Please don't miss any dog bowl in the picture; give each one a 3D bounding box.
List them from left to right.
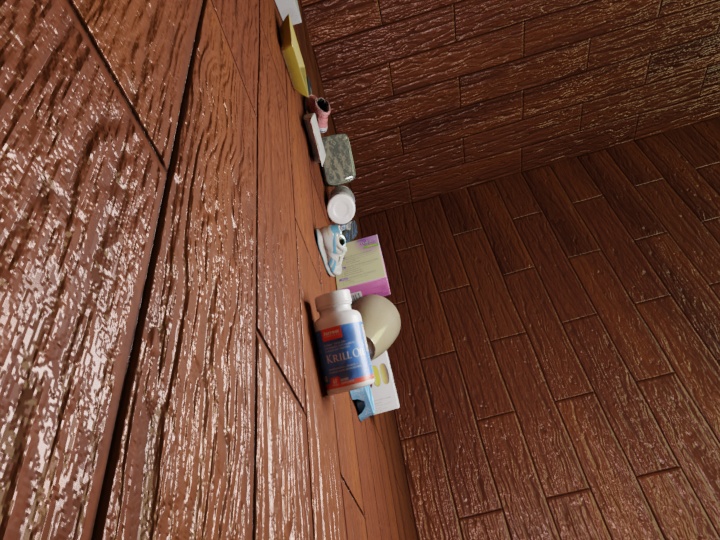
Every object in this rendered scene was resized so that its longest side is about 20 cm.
[{"bbox_3d":[0.002,0.355,1.553,0.113,0.048,0.205,-98,174,-52],"label":"dog bowl"}]

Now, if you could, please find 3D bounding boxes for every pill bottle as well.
[{"bbox_3d":[-0.042,0.152,1.126,0.112,0.108,0.208,53,23,-81],"label":"pill bottle"},{"bbox_3d":[-0.075,-0.265,2.068,0.201,0.109,0.118,-93,168,-69],"label":"pill bottle"}]

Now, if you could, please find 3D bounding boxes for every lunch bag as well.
[{"bbox_3d":[-0.106,-0.449,2.157,0.167,0.134,0.208,-173,-111,-77],"label":"lunch bag"}]

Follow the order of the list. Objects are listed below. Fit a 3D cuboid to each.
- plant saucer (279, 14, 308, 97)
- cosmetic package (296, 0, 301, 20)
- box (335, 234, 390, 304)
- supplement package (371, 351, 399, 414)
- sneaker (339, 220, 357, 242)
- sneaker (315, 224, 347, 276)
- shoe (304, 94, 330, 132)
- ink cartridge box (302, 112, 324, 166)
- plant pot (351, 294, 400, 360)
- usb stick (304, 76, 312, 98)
[{"bbox_3d":[-0.230,-0.724,1.786,0.203,0.047,0.205,73,5,-50],"label":"plant saucer"},{"bbox_3d":[-0.272,-0.986,1.886,0.200,0.068,0.106,56,21,-80],"label":"cosmetic package"},{"bbox_3d":[0.000,0.000,1.815,0.098,0.169,0.205,71,6,-48],"label":"box"},{"bbox_3d":[0.066,0.403,1.893,0.110,0.109,0.208,62,14,-78],"label":"supplement package"},{"bbox_3d":[-0.070,-0.128,2.026,0.201,0.074,0.079,-57,138,-61],"label":"sneaker"},{"bbox_3d":[-0.075,-0.054,1.568,0.203,0.078,0.079,74,2,-54],"label":"sneaker"},{"bbox_3d":[-0.160,-0.627,1.999,0.092,0.069,0.205,115,-35,-48],"label":"shoe"},{"bbox_3d":[-0.169,-0.466,1.878,0.201,0.048,0.166,-87,164,-67],"label":"ink cartridge box"},{"bbox_3d":[0.027,0.205,1.684,0.200,0.180,0.194,-55,132,-67],"label":"plant pot"},{"bbox_3d":[-0.215,-0.731,2.163,0.057,0.031,0.204,74,5,-46],"label":"usb stick"}]
